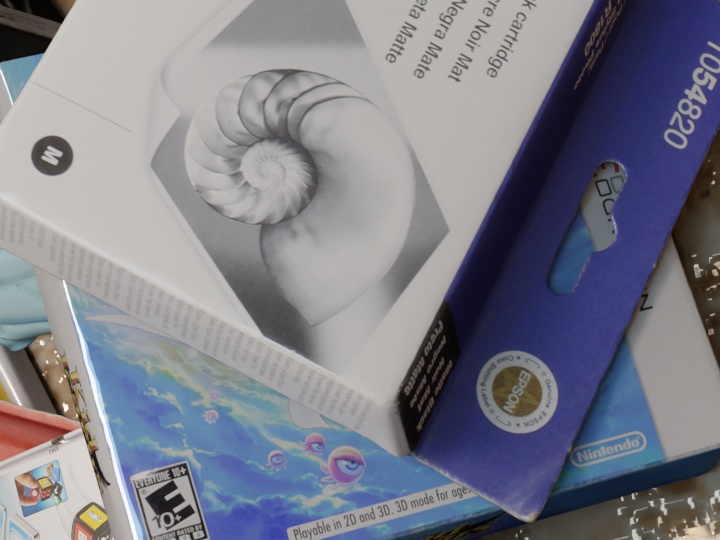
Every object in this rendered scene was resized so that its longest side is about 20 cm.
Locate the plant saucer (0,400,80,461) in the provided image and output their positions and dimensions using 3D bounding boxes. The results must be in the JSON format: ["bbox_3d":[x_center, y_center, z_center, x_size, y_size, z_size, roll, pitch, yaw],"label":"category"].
[{"bbox_3d":[-0.146,0.144,0.868,0.199,0.037,0.201,12,92,26],"label":"plant saucer"}]

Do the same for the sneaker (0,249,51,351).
[{"bbox_3d":[-0.141,-0.009,0.859,0.199,0.074,0.082,14,116,3],"label":"sneaker"}]

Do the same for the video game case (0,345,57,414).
[{"bbox_3d":[-0.183,0.112,0.927,0.182,0.023,0.200,-37,67,18],"label":"video game case"}]

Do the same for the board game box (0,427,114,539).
[{"bbox_3d":[-0.069,0.151,0.790,0.126,0.035,0.201,-23,76,25],"label":"board game box"}]

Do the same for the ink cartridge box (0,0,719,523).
[{"bbox_3d":[0.010,-0.053,0.745,0.199,0.041,0.200,27,68,-1],"label":"ink cartridge box"}]

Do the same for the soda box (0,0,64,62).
[{"bbox_3d":[-0.206,-0.048,0.931,0.200,0.071,0.063,-43,71,17],"label":"soda box"}]

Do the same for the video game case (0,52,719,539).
[{"bbox_3d":[0.000,0.000,0.771,0.199,0.045,0.182,-14,73,-15],"label":"video game case"}]
